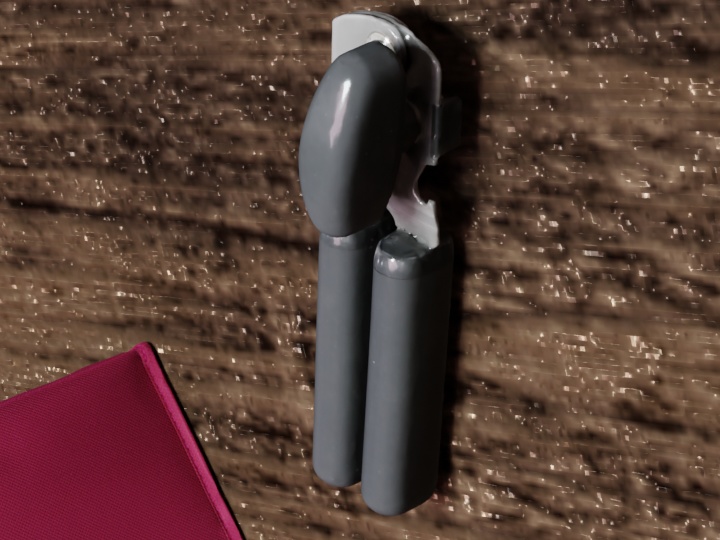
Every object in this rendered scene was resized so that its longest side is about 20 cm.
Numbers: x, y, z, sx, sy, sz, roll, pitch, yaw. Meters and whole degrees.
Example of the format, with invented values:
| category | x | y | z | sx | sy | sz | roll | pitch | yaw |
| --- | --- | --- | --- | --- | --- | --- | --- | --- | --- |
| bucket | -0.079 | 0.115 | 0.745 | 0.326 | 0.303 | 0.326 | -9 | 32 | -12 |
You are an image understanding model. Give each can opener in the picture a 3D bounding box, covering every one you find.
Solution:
| category | x | y | z | sx | sy | sz | roll | pitch | yaw |
| --- | --- | --- | --- | --- | --- | --- | --- | --- | --- |
| can opener | 0.000 | 0.000 | 1.002 | 0.053 | 0.066 | 0.201 | 30 | 134 | 37 |

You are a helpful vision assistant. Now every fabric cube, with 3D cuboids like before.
| category | x | y | z | sx | sy | sz | roll | pitch | yaw |
| --- | --- | --- | --- | --- | --- | --- | --- | --- | --- |
| fabric cube | -0.169 | 0.174 | 1.182 | 0.200 | 0.199 | 0.197 | -33 | 83 | 52 |
